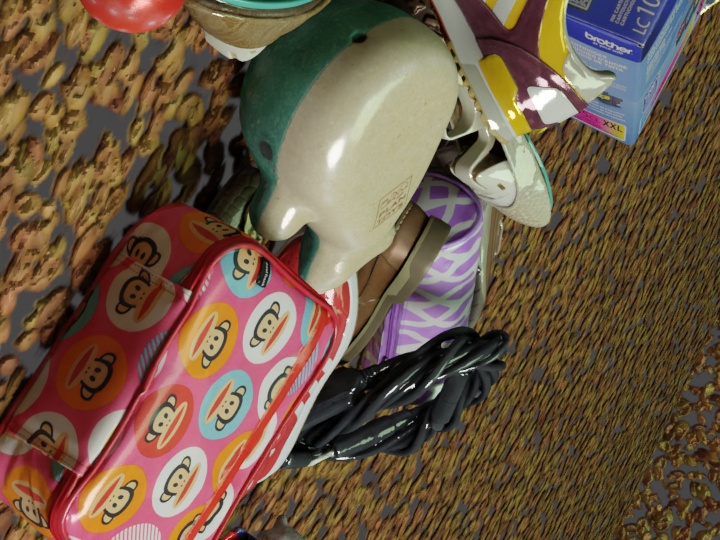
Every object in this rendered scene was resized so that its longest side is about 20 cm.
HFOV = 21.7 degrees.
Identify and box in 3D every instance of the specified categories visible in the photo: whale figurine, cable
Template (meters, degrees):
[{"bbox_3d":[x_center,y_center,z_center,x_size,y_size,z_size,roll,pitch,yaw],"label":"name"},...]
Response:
[{"bbox_3d":[-0.016,-0.076,1.111,0.159,0.104,0.200,-40,155,-27],"label":"whale figurine"},{"bbox_3d":[0.032,0.102,1.404,0.200,0.051,0.163,-29,154,18],"label":"cable"}]

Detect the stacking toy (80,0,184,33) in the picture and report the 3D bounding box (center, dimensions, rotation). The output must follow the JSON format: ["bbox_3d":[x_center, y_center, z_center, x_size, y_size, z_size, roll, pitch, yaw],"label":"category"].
[{"bbox_3d":[-0.077,-0.200,0.836,0.085,0.085,0.201,-25,145,-62],"label":"stacking toy"}]

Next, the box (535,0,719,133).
[{"bbox_3d":[0.194,-0.194,1.412,0.200,0.070,0.064,-36,-169,20],"label":"box"}]

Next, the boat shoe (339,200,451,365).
[{"bbox_3d":[0.000,0.000,1.316,0.072,0.068,0.200,-61,-176,-33],"label":"boat shoe"}]

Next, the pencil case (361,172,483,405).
[{"bbox_3d":[0.043,0.019,1.439,0.085,0.084,0.201,-30,144,-31],"label":"pencil case"}]

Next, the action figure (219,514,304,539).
[{"bbox_3d":[-0.097,0.266,1.356,0.194,0.104,0.200,-53,159,-1],"label":"action figure"}]

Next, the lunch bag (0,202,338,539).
[{"bbox_3d":[-0.103,0.077,1.063,0.200,0.082,0.176,-58,148,-7],"label":"lunch bag"}]

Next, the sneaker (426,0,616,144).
[{"bbox_3d":[0.079,-0.180,1.107,0.090,0.201,0.075,-24,-170,7],"label":"sneaker"}]

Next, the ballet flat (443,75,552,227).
[{"bbox_3d":[0.081,-0.100,1.350,0.062,0.067,0.200,-42,126,-26],"label":"ballet flat"}]

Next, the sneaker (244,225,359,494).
[{"bbox_3d":[-0.067,0.071,1.219,0.112,0.071,0.201,-35,149,-61],"label":"sneaker"}]

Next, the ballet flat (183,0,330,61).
[{"bbox_3d":[-0.047,-0.154,1.005,0.072,0.068,0.200,-54,175,38],"label":"ballet flat"}]

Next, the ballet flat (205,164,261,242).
[{"bbox_3d":[-0.090,0.032,1.142,0.067,0.046,0.201,-19,132,-66],"label":"ballet flat"}]

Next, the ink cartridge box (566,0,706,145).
[{"bbox_3d":[0.180,-0.188,1.245,0.137,0.076,0.200,-62,165,-13],"label":"ink cartridge box"}]

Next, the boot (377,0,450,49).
[{"bbox_3d":[0.029,-0.155,1.205,0.107,0.075,0.201,-71,174,-70],"label":"boot"}]

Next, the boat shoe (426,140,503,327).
[{"bbox_3d":[0.083,-0.027,1.494,0.072,0.076,0.201,-49,159,-42],"label":"boat shoe"}]
